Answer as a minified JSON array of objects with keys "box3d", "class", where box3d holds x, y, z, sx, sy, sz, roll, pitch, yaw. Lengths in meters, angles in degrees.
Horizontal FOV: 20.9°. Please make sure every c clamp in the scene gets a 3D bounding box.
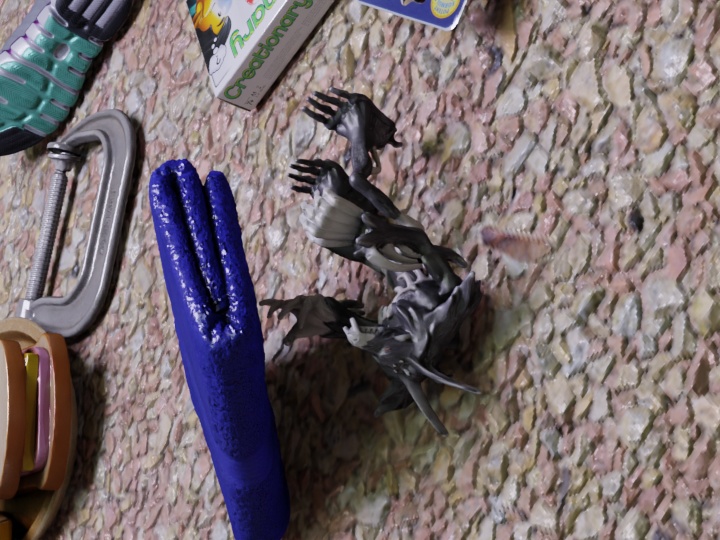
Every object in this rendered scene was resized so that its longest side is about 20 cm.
[{"box3d":[-0.227,-0.026,1.472,0.170,0.027,0.202,8,83,56],"class":"c clamp"}]

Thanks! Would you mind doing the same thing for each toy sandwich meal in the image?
[{"box3d":[-0.274,0.123,1.415,0.204,0.070,0.207,-16,69,46],"class":"toy sandwich meal"}]

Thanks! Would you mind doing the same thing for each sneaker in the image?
[{"box3d":[-0.246,-0.177,1.544,0.200,0.074,0.088,-44,29,22],"class":"sneaker"}]

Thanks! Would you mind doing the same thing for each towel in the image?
[{"box3d":[-0.074,0.049,1.114,0.201,0.049,0.148,85,166,-49],"class":"towel"}]

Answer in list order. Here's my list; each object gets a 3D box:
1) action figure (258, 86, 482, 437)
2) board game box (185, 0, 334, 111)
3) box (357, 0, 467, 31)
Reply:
[{"box3d":[0.000,0.000,1.072,0.201,0.101,0.119,-108,34,-41],"class":"action figure"},{"box3d":[-0.045,-0.220,1.293,0.200,0.034,0.127,-51,40,29],"class":"board game box"},{"box3d":[0.070,-0.237,1.138,0.121,0.032,0.202,29,97,56],"class":"box"}]
